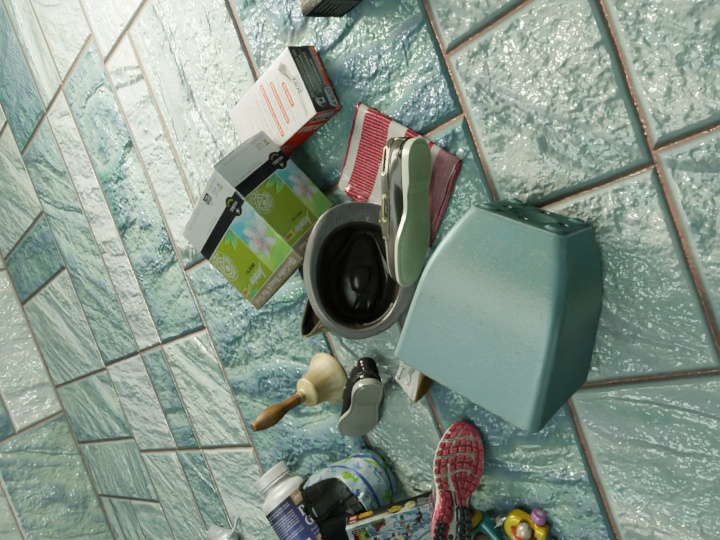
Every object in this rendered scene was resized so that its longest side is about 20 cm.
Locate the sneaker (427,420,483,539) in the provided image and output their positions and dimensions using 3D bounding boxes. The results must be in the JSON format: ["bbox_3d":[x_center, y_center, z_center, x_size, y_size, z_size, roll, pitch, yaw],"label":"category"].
[{"bbox_3d":[0.142,0.339,0.890,0.078,0.075,0.207,11,89,-1],"label":"sneaker"}]

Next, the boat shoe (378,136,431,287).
[{"bbox_3d":[0.059,-0.083,0.798,0.060,0.071,0.208,16,108,41],"label":"boat shoe"}]

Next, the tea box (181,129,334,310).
[{"bbox_3d":[-0.170,-0.079,0.952,0.196,0.134,0.200,43,139,-4],"label":"tea box"}]

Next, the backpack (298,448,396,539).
[{"bbox_3d":[-0.019,0.428,1.066,0.165,0.151,0.201,52,153,16],"label":"backpack"}]

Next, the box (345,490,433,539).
[{"bbox_3d":[0.086,0.463,0.956,0.194,0.040,0.141,-17,96,3],"label":"box"}]

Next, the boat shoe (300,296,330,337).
[{"bbox_3d":[-0.056,0.037,0.985,0.073,0.062,0.205,35,127,28],"label":"boat shoe"}]

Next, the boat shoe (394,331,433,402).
[{"bbox_3d":[0.090,0.114,0.874,0.068,0.070,0.205,31,127,27],"label":"boat shoe"}]

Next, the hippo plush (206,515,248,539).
[{"bbox_3d":[-0.400,0.802,1.540,0.199,0.159,0.162,-36,82,44],"label":"hippo plush"}]

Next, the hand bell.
[{"bbox_3d":[-0.121,0.240,1.030,0.102,0.198,0.108,17,118,35],"label":"hand bell"}]

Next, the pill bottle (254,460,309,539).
[{"bbox_3d":[-0.145,0.527,1.229,0.202,0.110,0.112,52,133,13],"label":"pill bottle"}]

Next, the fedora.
[{"bbox_3d":[0.000,0.000,0.878,0.170,0.090,0.208,-3,92,2],"label":"fedora"}]

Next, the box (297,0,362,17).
[{"bbox_3d":[-0.015,-0.460,0.733,0.197,0.085,0.169,-17,95,45],"label":"box"}]

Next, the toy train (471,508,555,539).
[{"bbox_3d":[0.238,0.446,0.860,0.195,0.055,0.155,-12,94,34],"label":"toy train"}]

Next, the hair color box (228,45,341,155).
[{"bbox_3d":[-0.130,-0.264,0.935,0.198,0.063,0.114,-26,89,47],"label":"hair color box"}]

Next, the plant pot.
[{"bbox_3d":[0.184,0.029,0.678,0.193,0.194,0.206,25,114,33],"label":"plant pot"}]

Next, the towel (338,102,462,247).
[{"bbox_3d":[0.050,-0.143,0.844,0.198,0.022,0.147,37,127,27],"label":"towel"}]

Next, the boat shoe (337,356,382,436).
[{"bbox_3d":[-0.003,0.233,1.015,0.203,0.071,0.062,99,169,-47],"label":"boat shoe"}]
